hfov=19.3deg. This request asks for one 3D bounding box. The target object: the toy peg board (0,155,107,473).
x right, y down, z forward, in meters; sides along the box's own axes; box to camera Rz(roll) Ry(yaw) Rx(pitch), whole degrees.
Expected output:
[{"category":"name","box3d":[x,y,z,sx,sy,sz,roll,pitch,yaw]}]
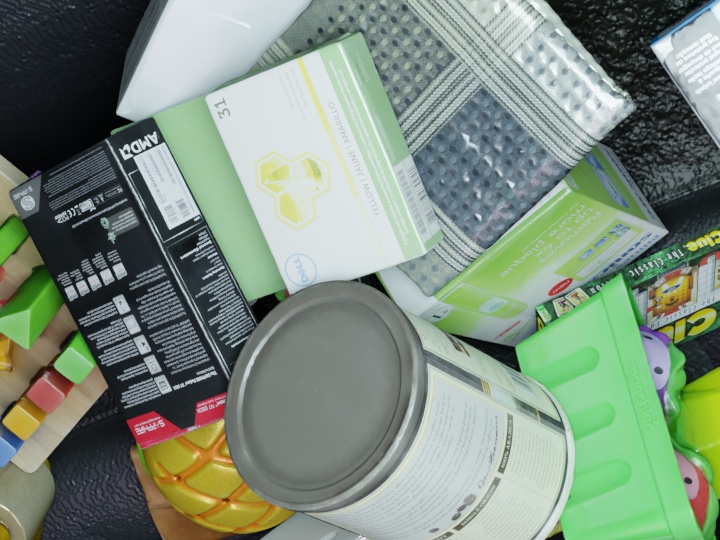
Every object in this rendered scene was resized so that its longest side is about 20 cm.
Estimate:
[{"category":"toy peg board","box3d":[-0.275,0.043,1.509,0.200,0.098,0.199,40,120,-6]}]

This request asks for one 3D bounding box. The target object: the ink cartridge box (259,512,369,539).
[{"category":"ink cartridge box","box3d":[0.011,0.265,1.613,0.145,0.084,0.200,-37,121,0]}]

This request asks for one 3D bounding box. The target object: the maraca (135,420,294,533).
[{"category":"maraca","box3d":[-0.101,0.115,1.531,0.137,0.107,0.200,-14,130,11]}]

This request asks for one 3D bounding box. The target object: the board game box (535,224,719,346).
[{"category":"board game box","box3d":[0.221,0.023,1.545,0.200,0.023,0.105,-24,147,-10]}]

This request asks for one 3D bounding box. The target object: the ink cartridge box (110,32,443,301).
[{"category":"ink cartridge box","box3d":[-0.063,-0.052,1.362,0.200,0.048,0.146,-19,100,25]}]

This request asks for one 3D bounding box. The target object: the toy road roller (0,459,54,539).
[{"category":"toy road roller","box3d":[-0.329,0.225,1.637,0.146,0.123,0.200,17,118,1]}]

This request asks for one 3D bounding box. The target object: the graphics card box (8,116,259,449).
[{"category":"graphics card box","box3d":[-0.143,0.010,1.407,0.125,0.051,0.200,-23,97,47]}]

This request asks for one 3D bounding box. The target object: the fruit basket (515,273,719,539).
[{"category":"fruit basket","box3d":[0.229,0.110,1.459,0.215,0.216,0.156,-21,149,9]}]

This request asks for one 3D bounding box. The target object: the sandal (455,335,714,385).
[{"category":"sandal","box3d":[0.169,0.073,1.609,0.200,0.075,0.048,4,148,5]}]

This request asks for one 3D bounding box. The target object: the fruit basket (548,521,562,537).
[{"category":"fruit basket","box3d":[0.161,0.164,1.610,0.199,0.094,0.185,-5,151,-4]}]

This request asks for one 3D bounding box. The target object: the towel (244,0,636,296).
[{"category":"towel","box3d":[0.043,-0.114,1.353,0.200,0.035,0.193,47,111,3]}]

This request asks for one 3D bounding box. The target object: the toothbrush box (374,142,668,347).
[{"category":"toothbrush box","box3d":[0.106,-0.028,1.470,0.146,0.200,0.086,-39,69,17]}]

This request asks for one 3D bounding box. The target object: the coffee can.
[{"category":"coffee can","box3d":[0.029,0.107,1.370,0.146,0.147,0.200,-39,143,17]}]

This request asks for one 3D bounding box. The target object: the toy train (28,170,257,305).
[{"category":"toy train","box3d":[-0.169,-0.018,1.536,0.200,0.056,0.151,-11,113,20]}]

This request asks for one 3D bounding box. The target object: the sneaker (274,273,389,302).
[{"category":"sneaker","box3d":[0.000,0.000,1.510,0.077,0.200,0.084,1,78,18]}]

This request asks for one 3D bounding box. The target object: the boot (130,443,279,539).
[{"category":"boot","box3d":[-0.078,0.127,1.638,0.199,0.069,0.189,-6,126,9]}]

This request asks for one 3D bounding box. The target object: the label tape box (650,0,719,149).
[{"category":"label tape box","box3d":[0.316,-0.118,1.466,0.143,0.066,0.200,-34,91,15]}]

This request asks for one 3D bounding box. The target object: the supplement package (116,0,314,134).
[{"category":"supplement package","box3d":[-0.043,-0.154,1.442,0.200,0.111,0.156,22,116,-14]}]
